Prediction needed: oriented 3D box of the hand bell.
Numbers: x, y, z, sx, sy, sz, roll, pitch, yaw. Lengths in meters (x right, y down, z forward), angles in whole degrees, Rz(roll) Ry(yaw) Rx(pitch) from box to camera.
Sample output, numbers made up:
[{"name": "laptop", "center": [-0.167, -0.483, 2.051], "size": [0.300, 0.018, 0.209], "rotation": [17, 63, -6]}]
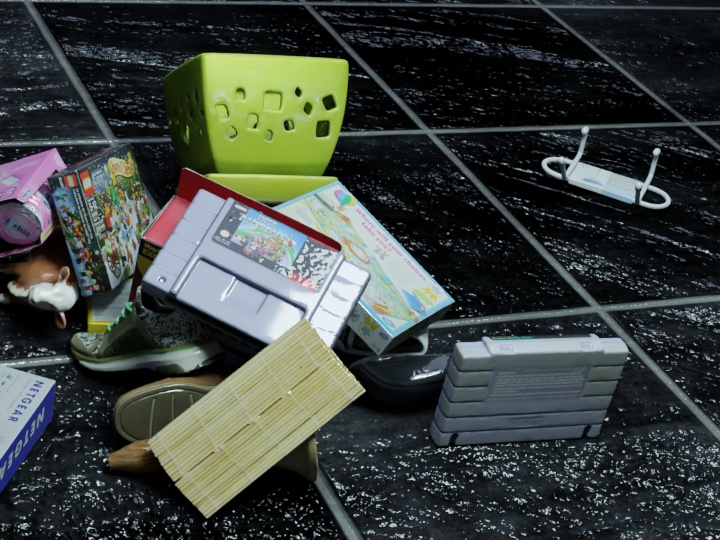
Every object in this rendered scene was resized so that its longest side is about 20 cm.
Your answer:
[{"name": "hand bell", "center": [-0.149, 0.171, 1.503], "size": [0.199, 0.105, 0.104], "rotation": [-8, 33, -10]}]

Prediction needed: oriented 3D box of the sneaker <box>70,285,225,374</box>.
[{"name": "sneaker", "center": [-0.228, 0.058, 1.603], "size": [0.199, 0.089, 0.077], "rotation": [-2, 10, 35]}]

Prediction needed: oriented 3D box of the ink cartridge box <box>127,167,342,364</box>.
[{"name": "ink cartridge box", "center": [-0.137, 0.011, 1.631], "size": [0.199, 0.176, 0.084], "rotation": [25, 44, 6]}]

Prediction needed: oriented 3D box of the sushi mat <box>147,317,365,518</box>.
[{"name": "sushi mat", "center": [-0.101, 0.142, 1.466], "size": [0.096, 0.200, 0.012], "rotation": [51, -3, 7]}]

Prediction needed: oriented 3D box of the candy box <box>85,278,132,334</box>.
[{"name": "candy box", "center": [-0.212, 0.047, 1.732], "size": [0.199, 0.027, 0.102], "rotation": [4, 28, -14]}]

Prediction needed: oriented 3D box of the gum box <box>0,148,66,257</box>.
[{"name": "gum box", "center": [-0.418, -0.061, 1.699], "size": [0.199, 0.066, 0.114], "rotation": [-15, 27, 22]}]

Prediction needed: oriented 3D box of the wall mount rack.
[{"name": "wall mount rack", "center": [0.359, -0.144, 2.219], "size": [0.199, 0.075, 0.174], "rotation": [19, 30, 13]}]

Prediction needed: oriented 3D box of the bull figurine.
[{"name": "bull figurine", "center": [-0.359, 0.002, 1.711], "size": [0.121, 0.065, 0.200], "rotation": [5, 24, 6]}]

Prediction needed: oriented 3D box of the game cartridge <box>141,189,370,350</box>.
[{"name": "game cartridge", "center": [-0.103, 0.008, 1.535], "size": [0.199, 0.038, 0.130], "rotation": [26, 65, 6]}]

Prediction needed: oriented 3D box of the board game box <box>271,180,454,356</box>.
[{"name": "board game box", "center": [-0.004, -0.006, 1.703], "size": [0.200, 0.034, 0.134], "rotation": [46, 37, 14]}]

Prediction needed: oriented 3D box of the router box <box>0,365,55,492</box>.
[{"name": "router box", "center": [-0.412, 0.152, 1.455], "size": [0.179, 0.049, 0.200], "rotation": [14, 30, 5]}]

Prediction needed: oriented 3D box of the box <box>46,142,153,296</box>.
[{"name": "box", "center": [-0.288, -0.062, 1.734], "size": [0.038, 0.137, 0.200], "rotation": [-12, 11, 11]}]

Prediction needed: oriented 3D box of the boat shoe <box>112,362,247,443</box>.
[{"name": "boat shoe", "center": [-0.164, 0.136, 1.565], "size": [0.199, 0.072, 0.068], "rotation": [-4, 18, -26]}]

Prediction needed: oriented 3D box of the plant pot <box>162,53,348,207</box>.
[{"name": "plant pot", "center": [-0.135, -0.168, 1.933], "size": [0.198, 0.182, 0.200], "rotation": [0, -4, -21]}]

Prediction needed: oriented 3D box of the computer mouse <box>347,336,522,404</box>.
[{"name": "computer mouse", "center": [0.091, 0.111, 1.650], "size": [0.199, 0.140, 0.046], "rotation": [1, 69, -25]}]

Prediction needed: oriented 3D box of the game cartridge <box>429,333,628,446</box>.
[{"name": "game cartridge", "center": [0.181, 0.127, 1.634], "size": [0.199, 0.130, 0.038], "rotation": [0, 31, -21]}]

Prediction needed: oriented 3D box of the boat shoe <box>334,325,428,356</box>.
[{"name": "boat shoe", "center": [-0.016, 0.058, 1.737], "size": [0.199, 0.074, 0.065], "rotation": [7, 27, -8]}]
